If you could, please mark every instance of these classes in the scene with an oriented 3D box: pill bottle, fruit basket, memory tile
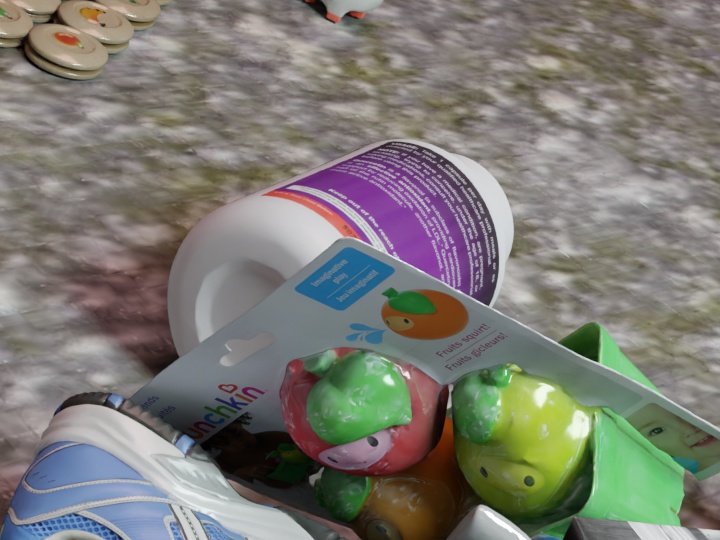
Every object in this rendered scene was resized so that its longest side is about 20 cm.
[{"bbox_3d":[0.000,0.000,0.969,0.112,0.113,0.200,33,29,19],"label":"pill bottle"},{"bbox_3d":[0.022,0.071,0.772,0.199,0.185,0.094,22,54,-29],"label":"fruit basket"},{"bbox_3d":[-0.206,-0.184,1.237,0.152,0.017,0.200,24,27,1],"label":"memory tile"}]

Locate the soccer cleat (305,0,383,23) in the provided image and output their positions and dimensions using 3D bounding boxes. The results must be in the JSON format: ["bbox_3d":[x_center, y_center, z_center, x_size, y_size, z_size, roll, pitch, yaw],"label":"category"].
[{"bbox_3d":[-0.057,-0.255,1.408,0.199,0.078,0.069,34,29,19],"label":"soccer cleat"}]

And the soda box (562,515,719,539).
[{"bbox_3d":[0.157,0.137,0.668,0.199,0.064,0.071,8,34,-22],"label":"soda box"}]

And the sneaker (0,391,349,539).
[{"bbox_3d":[-0.052,0.132,0.764,0.199,0.076,0.077,30,54,7],"label":"sneaker"}]

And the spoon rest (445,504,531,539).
[{"bbox_3d":[0.045,0.176,0.677,0.060,0.100,0.201,24,44,-10],"label":"spoon rest"}]
